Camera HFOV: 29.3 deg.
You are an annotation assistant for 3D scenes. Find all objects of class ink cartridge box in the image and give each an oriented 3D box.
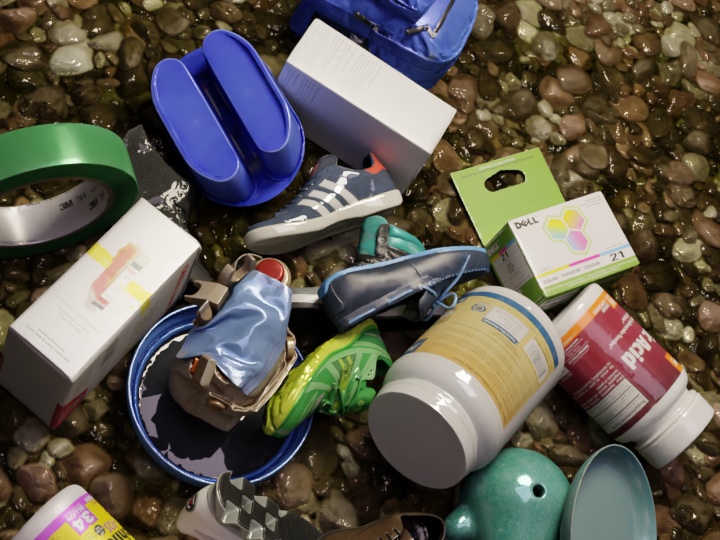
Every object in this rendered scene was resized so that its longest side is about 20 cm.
[{"bbox_3d":[-0.263,0.043,1.381,0.083,0.145,0.200,40,58,3],"label":"ink cartridge box"},{"bbox_3d":[0.218,-0.061,1.653,0.147,0.076,0.201,-18,74,-27],"label":"ink cartridge box"}]

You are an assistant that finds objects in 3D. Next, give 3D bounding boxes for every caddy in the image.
[{"bbox_3d":[-0.149,-0.170,1.548,0.141,0.105,0.201,-30,77,-1],"label":"caddy"}]

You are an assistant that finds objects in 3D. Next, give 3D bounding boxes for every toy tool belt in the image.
[{"bbox_3d":[-0.118,0.052,1.386,0.124,0.123,0.201,23,62,4],"label":"toy tool belt"}]

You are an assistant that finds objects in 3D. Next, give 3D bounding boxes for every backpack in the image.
[{"bbox_3d":[0.040,-0.316,1.659,0.199,0.168,0.163,32,65,-8],"label":"backpack"}]

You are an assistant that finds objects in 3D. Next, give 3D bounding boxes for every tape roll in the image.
[{"bbox_3d":[-0.325,-0.077,1.381,0.199,0.201,0.048,-12,69,-25],"label":"tape roll"}]

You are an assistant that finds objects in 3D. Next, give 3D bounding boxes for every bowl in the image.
[{"bbox_3d":[-0.148,0.133,1.442,0.199,0.039,0.202,9,63,-17],"label":"bowl"}]

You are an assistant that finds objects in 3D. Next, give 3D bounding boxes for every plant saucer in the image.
[{"bbox_3d":[0.264,0.288,1.479,0.200,0.027,0.202,8,80,-53],"label":"plant saucer"}]

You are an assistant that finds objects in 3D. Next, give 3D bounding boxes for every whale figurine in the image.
[{"bbox_3d":[0.165,0.282,1.451,0.158,0.104,0.201,16,59,-13],"label":"whale figurine"}]

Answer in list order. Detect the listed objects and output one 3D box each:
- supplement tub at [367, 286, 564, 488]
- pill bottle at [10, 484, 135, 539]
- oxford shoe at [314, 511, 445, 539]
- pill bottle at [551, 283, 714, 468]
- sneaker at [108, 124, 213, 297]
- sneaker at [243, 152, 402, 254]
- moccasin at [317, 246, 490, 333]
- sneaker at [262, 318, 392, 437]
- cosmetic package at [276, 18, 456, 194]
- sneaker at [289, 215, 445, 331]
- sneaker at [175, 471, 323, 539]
[{"bbox_3d":[0.113,0.123,1.470,0.145,0.145,0.200,45,49,4],"label":"supplement tub"},{"bbox_3d":[-0.234,0.304,1.289,0.200,0.104,0.104,44,59,3],"label":"pill bottle"},{"bbox_3d":[0.011,0.281,1.369,0.200,0.084,0.073,-21,85,-48],"label":"oxford shoe"},{"bbox_3d":[0.299,0.122,1.574,0.200,0.114,0.114,45,59,4],"label":"pill bottle"},{"bbox_3d":[-0.208,-0.061,1.498,0.200,0.060,0.104,41,61,10],"label":"sneaker"},{"bbox_3d":[-0.052,-0.081,1.557,0.199,0.075,0.085,-19,81,-30],"label":"sneaker"},{"bbox_3d":[0.051,0.026,1.476,0.199,0.081,0.069,-14,73,-18],"label":"moccasin"},{"bbox_3d":[-0.026,0.118,1.433,0.084,0.074,0.200,51,44,1],"label":"sneaker"},{"bbox_3d":[-0.002,-0.188,1.611,0.199,0.113,0.081,32,59,-5],"label":"cosmetic package"},{"bbox_3d":[0.000,0.000,1.535,0.199,0.084,0.122,3,69,-28],"label":"sneaker"},{"bbox_3d":[-0.100,0.282,1.379,0.200,0.088,0.074,44,29,-22],"label":"sneaker"}]
